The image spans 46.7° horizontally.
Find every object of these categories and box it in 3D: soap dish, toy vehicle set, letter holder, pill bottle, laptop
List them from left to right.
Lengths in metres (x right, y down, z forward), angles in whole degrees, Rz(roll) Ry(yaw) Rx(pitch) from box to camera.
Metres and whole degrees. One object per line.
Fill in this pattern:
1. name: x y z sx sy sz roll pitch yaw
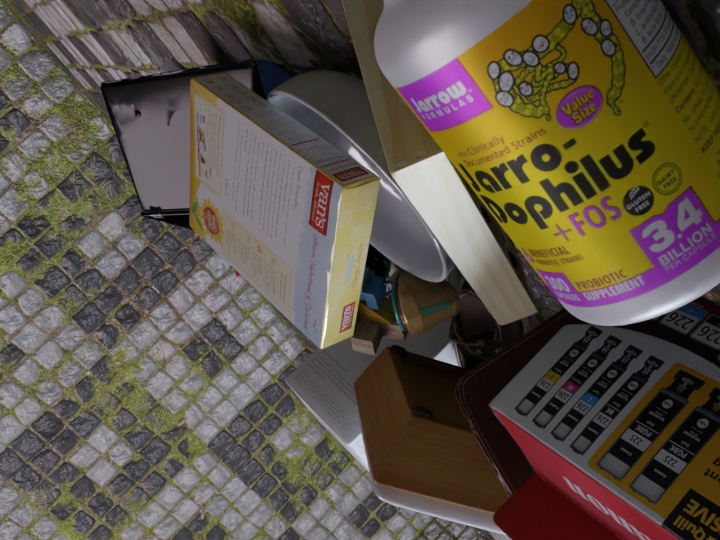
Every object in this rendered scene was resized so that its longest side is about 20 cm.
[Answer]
1. laptop: -0.123 -0.106 0.819 0.186 0.117 0.200 1 172 30
2. toy vehicle set: 0.051 -0.060 0.480 0.200 0.026 0.125 45 -153 -57
3. soap dish: 0.081 0.145 0.754 0.156 0.082 0.200 17 -168 -9
4. pill bottle: 0.075 -0.080 0.343 0.200 0.104 0.104 49 169 -16
5. letter holder: 0.157 0.149 0.622 0.201 0.142 0.101 56 157 12

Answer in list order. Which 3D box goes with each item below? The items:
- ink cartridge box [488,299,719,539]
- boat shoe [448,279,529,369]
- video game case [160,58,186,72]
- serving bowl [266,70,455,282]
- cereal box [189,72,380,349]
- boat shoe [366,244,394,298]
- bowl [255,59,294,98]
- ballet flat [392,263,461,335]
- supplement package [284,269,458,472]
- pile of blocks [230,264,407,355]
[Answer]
1. ink cartridge box: 0.177 0.112 0.471 0.200 0.176 0.084 30 161 54
2. boat shoe: 0.120 0.062 0.823 0.072 0.060 0.200 41 169 23
3. video game case: -0.131 -0.143 0.967 0.200 0.023 0.182 50 -174 11
4. serving bowl: 0.017 -0.084 0.664 0.200 0.066 0.200 45 170 10
5. cereal box: -0.070 -0.051 0.658 0.200 0.039 0.145 39 134 35
6. boat shoe: -0.003 0.001 0.845 0.199 0.073 0.068 78 172 -71
7. bowl: -0.058 -0.130 0.856 0.201 0.039 0.201 45 170 10
8. ballet flat: 0.063 0.003 0.789 0.200 0.063 0.069 -90 -20 -67
9. supplement package: 0.036 0.112 0.956 0.117 0.200 0.117 39 168 33
10. pile of blocks: -0.038 0.017 0.768 0.199 0.062 0.082 31 145 -11
